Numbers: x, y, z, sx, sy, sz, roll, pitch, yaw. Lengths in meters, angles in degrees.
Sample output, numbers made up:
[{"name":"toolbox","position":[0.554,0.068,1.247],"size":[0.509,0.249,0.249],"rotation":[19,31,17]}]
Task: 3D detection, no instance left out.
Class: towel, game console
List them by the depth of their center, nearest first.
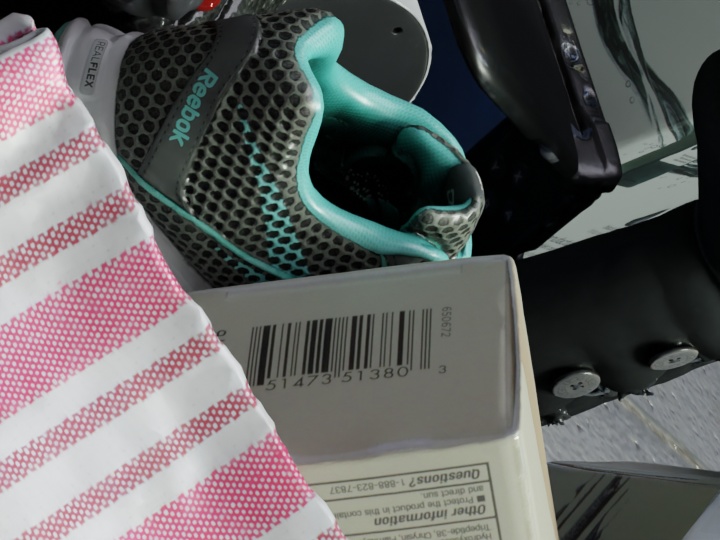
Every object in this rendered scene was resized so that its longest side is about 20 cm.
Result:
[{"name":"towel","position":[-0.073,0.060,0.596],"size":[0.146,0.030,0.201],"rotation":[-35,96,-35]},{"name":"game console","position":[0.009,-0.108,1.011],"size":[0.116,0.176,0.201],"rotation":[4,60,-36]}]

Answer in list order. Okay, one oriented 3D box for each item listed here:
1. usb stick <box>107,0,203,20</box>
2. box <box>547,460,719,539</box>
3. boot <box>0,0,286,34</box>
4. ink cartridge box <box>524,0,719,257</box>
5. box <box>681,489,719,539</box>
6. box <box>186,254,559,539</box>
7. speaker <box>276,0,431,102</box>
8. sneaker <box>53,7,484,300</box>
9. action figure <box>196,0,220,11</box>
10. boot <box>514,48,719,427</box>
[{"name":"usb stick","position":[-0.108,-0.135,0.687],"size":[0.200,0.056,0.033],"rotation":[38,-18,11]},{"name":"box","position":[0.092,0.163,0.893],"size":[0.082,0.068,0.202],"rotation":[11,84,-64]},{"name":"boot","position":[-0.089,-0.145,0.839],"size":[0.158,0.211,0.080],"rotation":[-42,157,-32]},{"name":"ink cartridge box","position":[0.117,-0.076,1.142],"size":[0.146,0.199,0.084],"rotation":[14,56,-67]},{"name":"box","position":[0.148,0.155,0.825],"size":[0.176,0.096,0.201],"rotation":[-38,129,-59]},{"name":"box","position":[0.010,0.103,0.735],"size":[0.078,0.094,0.201],"rotation":[-87,170,-55]},{"name":"speaker","position":[-0.037,-0.135,0.939],"size":[0.081,0.081,0.201],"rotation":[45,23,-49]},{"name":"sneaker","position":[0.000,0.000,0.753],"size":[0.200,0.091,0.078],"rotation":[44,44,-43]},{"name":"action figure","position":[-0.106,-0.157,0.734],"size":[0.200,0.065,0.099],"rotation":[39,-6,30]},{"name":"boot","position":[0.080,-0.002,0.967],"size":[0.165,0.199,0.066],"rotation":[43,41,-48]}]
